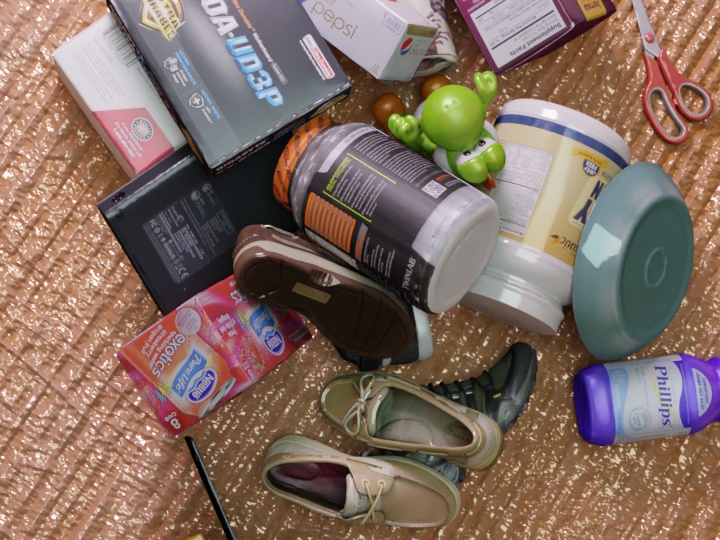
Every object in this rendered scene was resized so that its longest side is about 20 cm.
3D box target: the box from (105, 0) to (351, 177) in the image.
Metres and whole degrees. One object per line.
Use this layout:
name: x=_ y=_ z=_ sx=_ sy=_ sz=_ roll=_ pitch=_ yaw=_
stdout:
box: x=-0.125 y=-0.212 z=1.529 sx=0.158 sy=0.046 sz=0.201 roll=-30 pitch=84 yaw=-10

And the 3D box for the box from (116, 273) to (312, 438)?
box: x=-0.131 y=0.069 z=1.510 sx=0.099 sy=0.200 sz=0.096 roll=-33 pitch=91 yaw=17

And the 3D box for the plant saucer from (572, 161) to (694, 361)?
plant saucer: x=0.280 y=-0.005 z=1.606 sx=0.199 sy=0.036 sz=0.203 roll=-19 pitch=116 yaw=-45

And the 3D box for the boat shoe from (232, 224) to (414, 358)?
boat shoe: x=-0.033 y=0.012 z=1.539 sx=0.201 sy=0.075 sz=0.075 roll=31 pitch=113 yaw=-30

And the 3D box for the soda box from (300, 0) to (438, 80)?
soda box: x=-0.023 y=-0.265 z=1.585 sx=0.200 sy=0.068 sz=0.064 roll=40 pitch=112 yaw=21

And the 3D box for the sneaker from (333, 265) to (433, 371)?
sneaker: x=0.000 y=0.000 z=1.608 sx=0.110 sy=0.073 sz=0.203 roll=-12 pitch=88 yaw=-11

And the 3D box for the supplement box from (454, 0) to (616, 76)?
supplement box: x=0.149 y=-0.313 z=1.616 sx=0.103 sy=0.131 sz=0.202 roll=-29 pitch=91 yaw=32

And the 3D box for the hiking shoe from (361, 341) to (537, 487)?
hiking shoe: x=0.093 y=0.137 z=1.609 sx=0.101 sy=0.076 sz=0.200 roll=42 pitch=81 yaw=-6

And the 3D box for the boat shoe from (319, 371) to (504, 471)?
boat shoe: x=0.040 y=0.140 z=1.556 sx=0.199 sy=0.063 sz=0.074 roll=19 pitch=85 yaw=31

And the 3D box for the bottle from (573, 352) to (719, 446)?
bottle: x=0.318 y=0.127 z=1.650 sx=0.197 sy=0.065 sz=0.085 roll=-5 pitch=85 yaw=-9

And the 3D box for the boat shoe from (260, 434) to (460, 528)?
boat shoe: x=-0.004 y=0.215 z=1.566 sx=0.197 sy=0.066 sz=0.075 roll=10 pitch=107 yaw=11

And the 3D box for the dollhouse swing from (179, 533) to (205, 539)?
dollhouse swing: x=-0.187 y=0.384 z=1.506 sx=0.175 sy=0.181 sz=0.201 roll=-32 pitch=91 yaw=-30

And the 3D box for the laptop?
laptop: x=-0.078 y=0.228 z=1.524 sx=0.197 sy=0.177 sz=0.105 roll=13 pitch=84 yaw=-6

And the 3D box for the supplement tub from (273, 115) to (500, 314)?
supplement tub: x=0.022 y=-0.058 z=1.520 sx=0.199 sy=0.123 sz=0.123 roll=33 pitch=80 yaw=24

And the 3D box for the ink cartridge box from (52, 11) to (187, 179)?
ink cartridge box: x=-0.181 y=-0.202 z=1.593 sx=0.199 sy=0.086 sz=0.148 roll=-36 pitch=91 yaw=-11

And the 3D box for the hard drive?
hard drive: x=-0.139 y=-0.062 z=1.578 sx=0.199 sy=0.033 sz=0.140 roll=-35 pitch=125 yaw=-11

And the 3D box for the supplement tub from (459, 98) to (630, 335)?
supplement tub: x=0.172 y=-0.052 z=1.603 sx=0.143 sy=0.144 sz=0.202 roll=22 pitch=82 yaw=-6

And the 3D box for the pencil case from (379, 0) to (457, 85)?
pencil case: x=0.035 y=-0.292 z=1.635 sx=0.089 sy=0.078 sz=0.203 roll=-16 pitch=85 yaw=26

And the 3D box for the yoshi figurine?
yoshi figurine: x=0.080 y=-0.149 z=1.562 sx=0.111 sy=0.200 sz=0.113 roll=20 pitch=101 yaw=-25

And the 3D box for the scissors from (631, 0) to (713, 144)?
scissors: x=0.302 y=-0.230 z=1.705 sx=0.073 sy=0.014 sz=0.201 roll=-31 pitch=92 yaw=-8
